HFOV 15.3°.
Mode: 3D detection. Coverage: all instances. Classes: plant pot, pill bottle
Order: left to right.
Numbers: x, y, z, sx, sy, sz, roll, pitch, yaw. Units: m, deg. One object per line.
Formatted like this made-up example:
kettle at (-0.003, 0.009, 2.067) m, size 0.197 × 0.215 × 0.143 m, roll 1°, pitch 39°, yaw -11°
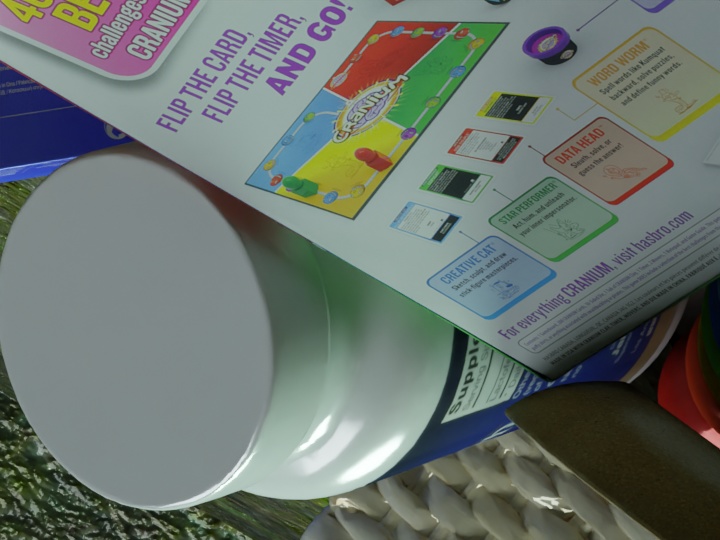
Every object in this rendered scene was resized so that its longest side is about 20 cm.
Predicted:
pill bottle at (0.000, 0.000, 0.755) m, size 0.116 × 0.116 × 0.200 m, roll 22°, pitch -158°, yaw 33°
plant pot at (0.125, 0.085, 0.687) m, size 0.200 × 0.028 × 0.200 m, roll 35°, pitch -178°, yaw -1°

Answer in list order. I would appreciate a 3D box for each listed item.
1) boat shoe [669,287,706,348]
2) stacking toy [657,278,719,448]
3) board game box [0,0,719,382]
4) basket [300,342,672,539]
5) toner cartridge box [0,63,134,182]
boat shoe at (0.142, 0.025, 0.873) m, size 0.200 × 0.060 × 0.072 m, roll 31°, pitch 169°, yaw -10°
stacking toy at (0.127, 0.019, 0.751) m, size 0.085 × 0.085 × 0.200 m, roll 29°, pitch 160°, yaw 4°
board game box at (0.020, -0.063, 0.609) m, size 0.200 × 0.040 × 0.153 m, roll 31°, pitch 136°, yaw -26°
basket at (0.086, 0.133, 0.918) m, size 0.200 × 0.198 × 0.161 m, roll 46°, pitch -158°, yaw 29°
toner cartridge box at (-0.119, -0.053, 0.918) m, size 0.200 × 0.043 × 0.095 m, roll -10°, pitch -178°, yaw -19°
